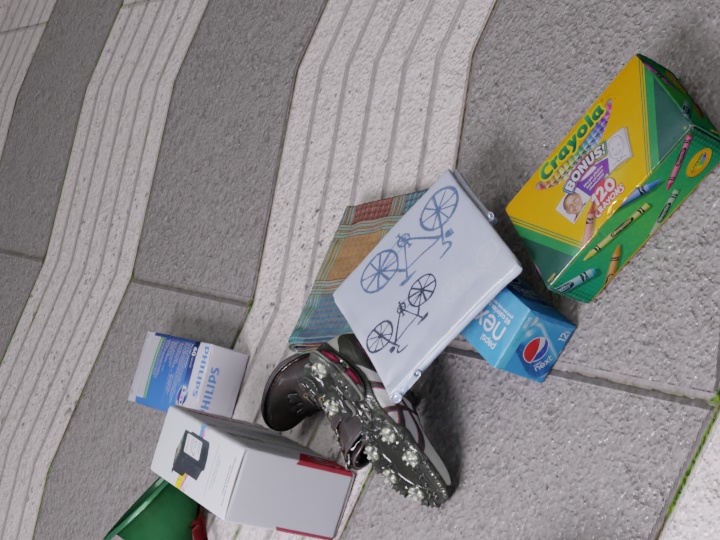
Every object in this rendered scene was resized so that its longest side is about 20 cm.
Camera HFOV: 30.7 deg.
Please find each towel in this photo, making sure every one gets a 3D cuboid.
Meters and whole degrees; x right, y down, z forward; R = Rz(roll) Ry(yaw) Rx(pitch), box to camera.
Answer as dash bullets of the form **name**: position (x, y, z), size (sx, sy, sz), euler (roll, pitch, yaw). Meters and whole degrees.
- **towel**: position (0.000, 0.000, 1.466), size (0.147, 0.022, 0.200), euler (-10, 50, 44)

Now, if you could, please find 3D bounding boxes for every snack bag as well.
- **snack bag**: position (0.066, 0.010, 1.290), size (0.189, 0.021, 0.200), euler (-47, 35, 11)

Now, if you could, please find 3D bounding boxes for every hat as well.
- **hat**: position (-0.208, 0.343, 1.646), size (0.166, 0.176, 0.200), euler (-44, 3, 37)

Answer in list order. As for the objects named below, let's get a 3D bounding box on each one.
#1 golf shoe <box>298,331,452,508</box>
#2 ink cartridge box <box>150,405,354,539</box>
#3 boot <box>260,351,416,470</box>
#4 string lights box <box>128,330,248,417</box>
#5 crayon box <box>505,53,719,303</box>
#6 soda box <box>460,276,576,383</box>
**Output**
- **golf shoe**: position (0.033, 0.143, 1.307), size (0.200, 0.088, 0.077), euler (50, 141, 7)
- **ink cartridge box**: position (-0.125, 0.225, 1.470), size (0.200, 0.146, 0.083), euler (15, 87, 58)
- **boot**: position (-0.030, 0.153, 1.441), size (0.200, 0.069, 0.174), euler (-51, 37, 23)
- **string lights box**: position (-0.234, 0.144, 1.751), size (0.200, 0.059, 0.103), euler (6, 78, 56)
- **crayon box**: position (0.231, -0.083, 1.200), size (0.200, 0.058, 0.119), euler (-52, 37, 26)
- **soda box**: position (0.123, 0.028, 1.292), size (0.068, 0.064, 0.200), euler (-61, 34, 13)
